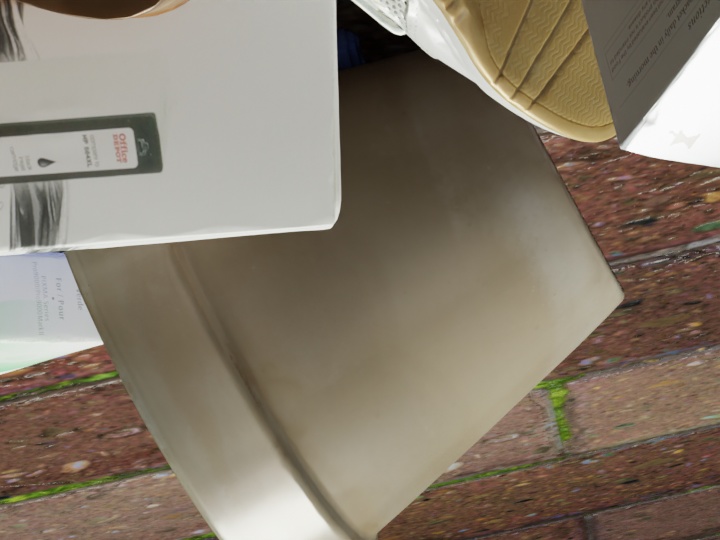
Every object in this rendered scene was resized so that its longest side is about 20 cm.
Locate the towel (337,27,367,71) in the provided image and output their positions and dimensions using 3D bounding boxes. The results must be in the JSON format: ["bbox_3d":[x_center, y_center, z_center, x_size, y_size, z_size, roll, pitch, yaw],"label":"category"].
[{"bbox_3d":[-0.084,-0.049,1.041,0.199,0.024,0.145,-13,162,6],"label":"towel"}]

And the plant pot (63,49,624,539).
[{"bbox_3d":[0.000,0.000,0.959,0.173,0.201,0.200,-30,161,5],"label":"plant pot"}]

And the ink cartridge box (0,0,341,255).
[{"bbox_3d":[-0.123,-0.058,0.791,0.199,0.085,0.146,-6,-166,-23],"label":"ink cartridge box"}]

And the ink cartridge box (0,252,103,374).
[{"bbox_3d":[-0.143,0.028,1.177,0.199,0.050,0.161,5,166,-38],"label":"ink cartridge box"}]

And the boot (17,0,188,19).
[{"bbox_3d":[-0.131,-0.122,0.690,0.199,0.074,0.155,26,-169,-6],"label":"boot"}]

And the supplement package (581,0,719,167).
[{"bbox_3d":[0.173,-0.125,0.693,0.155,0.111,0.200,7,142,-23],"label":"supplement package"}]

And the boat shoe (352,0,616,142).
[{"bbox_3d":[0.021,-0.111,0.783,0.200,0.071,0.069,38,169,-37],"label":"boat shoe"}]
